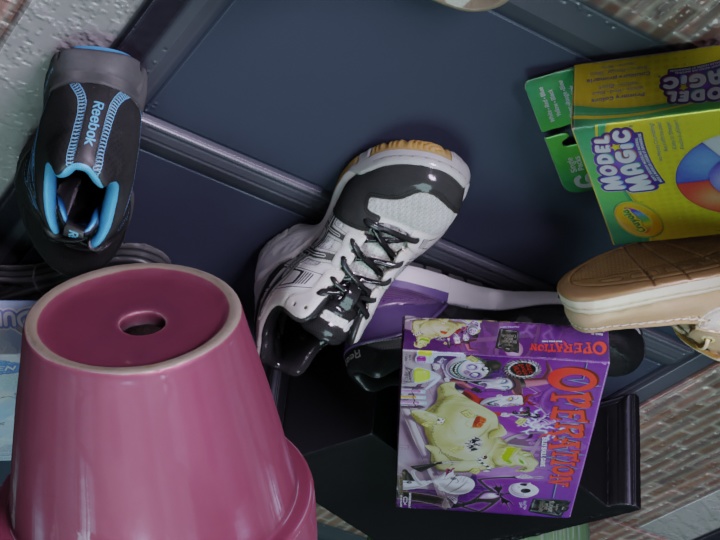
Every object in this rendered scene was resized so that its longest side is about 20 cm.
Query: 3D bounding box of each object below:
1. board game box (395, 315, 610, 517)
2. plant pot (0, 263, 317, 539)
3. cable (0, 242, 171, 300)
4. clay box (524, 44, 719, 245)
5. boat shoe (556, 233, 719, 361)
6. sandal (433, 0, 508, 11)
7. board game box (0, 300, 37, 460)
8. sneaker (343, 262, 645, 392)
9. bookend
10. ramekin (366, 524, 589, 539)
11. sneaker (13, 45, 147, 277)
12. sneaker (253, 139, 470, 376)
[{"bbox_3d":[0.081,0.094,0.964,0.119,0.033,0.201,-1,145,0],"label":"board game box"},{"bbox_3d":[-0.128,0.103,0.945,0.198,0.200,0.181,2,119,7],"label":"plant pot"},{"bbox_3d":[-0.225,0.003,1.043,0.199,0.051,0.097,-21,133,17],"label":"cable"},{"bbox_3d":[0.194,-0.067,0.832,0.198,0.048,0.115,-7,146,19],"label":"clay box"},{"bbox_3d":[0.208,0.017,0.879,0.198,0.074,0.070,-10,110,-9],"label":"boat shoe"},{"bbox_3d":[-0.012,-0.156,0.721,0.198,0.054,0.080,18,146,-17],"label":"sandal"},{"bbox_3d":[-0.211,0.079,1.088,0.198,0.044,0.199,1,154,-27],"label":"board game box"},{"bbox_3d":[0.085,0.060,1.015,0.198,0.088,0.076,9,148,-5],"label":"sneaker"},{"bbox_3d":[0.059,0.109,1.094,0.198,0.093,0.200,-21,138,34],"label":"bookend"},{"bbox_3d":[0.095,0.233,1.278,0.198,0.098,0.201,4,148,3],"label":"ramekin"},{"bbox_3d":[-0.167,-0.042,0.904,0.072,0.083,0.200,9,149,-7],"label":"sneaker"},{"bbox_3d":[0.000,0.000,0.937,0.075,0.088,0.200,22,143,-21],"label":"sneaker"}]
